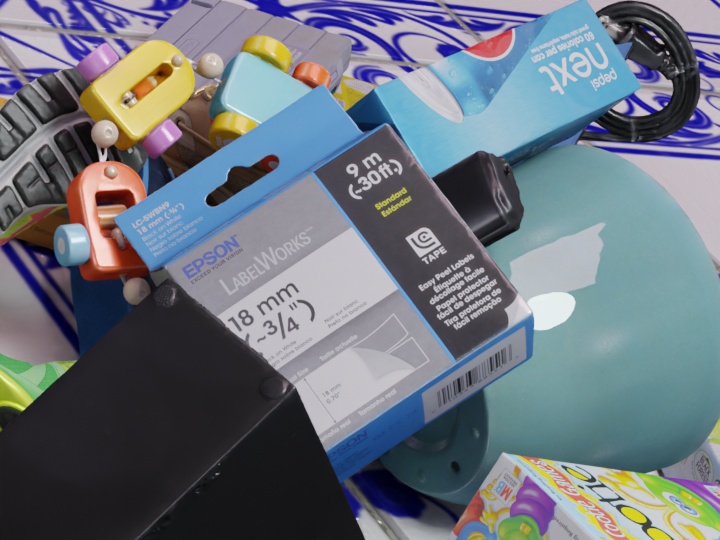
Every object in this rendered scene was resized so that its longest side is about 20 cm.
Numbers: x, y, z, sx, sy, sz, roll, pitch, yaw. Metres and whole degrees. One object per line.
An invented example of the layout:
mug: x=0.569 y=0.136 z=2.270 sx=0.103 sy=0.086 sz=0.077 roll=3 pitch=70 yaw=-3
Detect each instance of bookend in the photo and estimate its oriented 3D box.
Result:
bookend: x=-0.107 y=0.142 z=1.280 sx=0.092 sy=0.199 sz=0.200 roll=39 pitch=-15 yaw=29

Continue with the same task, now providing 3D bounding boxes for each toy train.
toy train: x=-0.096 y=-0.057 z=1.533 sx=0.200 sy=0.056 sz=0.151 roll=-11 pitch=78 yaw=-32

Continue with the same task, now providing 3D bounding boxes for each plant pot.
plant pot: x=0.086 y=0.046 z=1.553 sx=0.161 sy=0.201 sz=0.200 roll=-21 pitch=49 yaw=-38

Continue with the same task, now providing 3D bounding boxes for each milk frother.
milk frother: x=0.139 y=-0.064 z=1.788 sx=0.180 sy=0.200 sz=0.188 roll=12 pitch=28 yaw=-17

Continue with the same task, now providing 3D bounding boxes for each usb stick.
usb stick: x=0.000 y=0.000 z=1.487 sx=0.033 sy=0.200 sz=0.056 roll=39 pitch=27 yaw=-50

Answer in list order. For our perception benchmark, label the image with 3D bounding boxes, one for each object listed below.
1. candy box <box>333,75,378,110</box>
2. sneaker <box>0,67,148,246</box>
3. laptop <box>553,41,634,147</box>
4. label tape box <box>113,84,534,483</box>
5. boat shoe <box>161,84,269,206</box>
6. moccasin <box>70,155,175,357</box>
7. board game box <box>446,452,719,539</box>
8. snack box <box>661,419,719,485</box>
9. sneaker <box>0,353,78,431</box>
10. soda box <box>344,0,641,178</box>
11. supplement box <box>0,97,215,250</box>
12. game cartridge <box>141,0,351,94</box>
candy box: x=0.010 y=-0.104 z=1.963 sx=0.199 sy=0.026 sz=0.102 roll=17 pitch=30 yaw=-14
sneaker: x=-0.209 y=-0.054 z=1.552 sx=0.200 sy=0.090 sz=0.078 roll=-32 pitch=98 yaw=-28
laptop: x=0.039 y=-0.101 z=1.725 sx=0.187 sy=0.116 sz=0.200 roll=-5 pitch=-13 yaw=45
label tape box: x=-0.024 y=-0.003 z=1.415 sx=0.144 sy=0.063 sz=0.200 roll=-33 pitch=69 yaw=-10
boat shoe: x=-0.079 y=-0.081 z=1.643 sx=0.200 sy=0.065 sz=0.071 roll=40 pitch=29 yaw=31
moccasin: x=-0.124 y=0.017 z=1.558 sx=0.068 sy=0.080 sz=0.200 roll=27 pitch=44 yaw=-30
board game box: x=0.137 y=0.172 z=1.398 sx=0.200 sy=0.103 sz=0.105 roll=12 pitch=25 yaw=-50
snack box: x=0.276 y=0.163 z=1.636 sx=0.142 sy=0.053 sz=0.200 roll=13 pitch=28 yaw=-19
sneaker: x=-0.158 y=0.081 z=1.413 sx=0.200 sy=0.074 sz=0.084 roll=26 pitch=26 yaw=-16
soda box: x=0.071 y=-0.093 z=1.581 sx=0.200 sy=0.064 sz=0.068 roll=-26 pitch=83 yaw=-44
supplement box: x=-0.149 y=-0.042 z=1.662 sx=0.200 sy=0.067 sz=0.069 roll=18 pitch=26 yaw=-12
game cartridge: x=-0.094 y=-0.130 z=1.880 sx=0.129 sy=0.038 sz=0.200 roll=22 pitch=31 yaw=10
